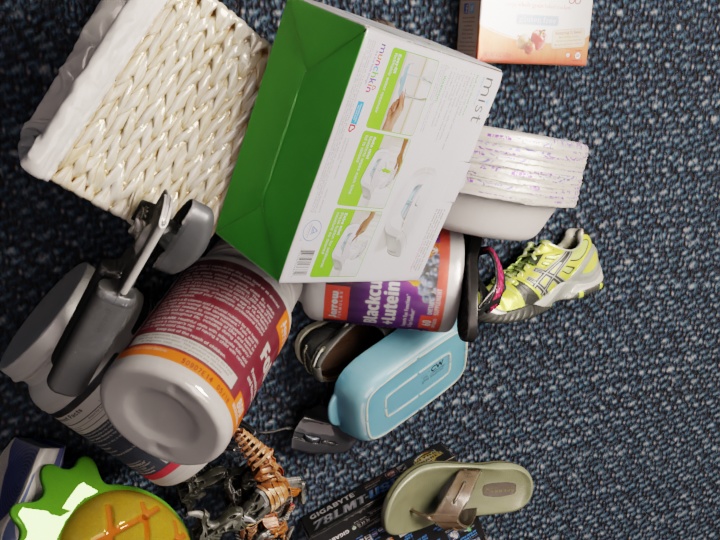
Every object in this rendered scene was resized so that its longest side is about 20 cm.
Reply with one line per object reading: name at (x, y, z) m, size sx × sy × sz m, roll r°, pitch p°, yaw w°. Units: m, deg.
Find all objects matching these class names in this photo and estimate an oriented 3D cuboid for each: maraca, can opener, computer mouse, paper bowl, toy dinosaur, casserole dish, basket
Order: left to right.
maraca at (-0.246, 0.271, 0.810) m, size 0.200 × 0.107 × 0.137 m, roll 44°, pitch 47°, yaw -16°
can opener at (-0.182, 0.023, 0.659) m, size 0.067 × 0.053 × 0.200 m, roll 22°, pitch 118°, yaw -25°
basket at (-0.175, -0.147, 0.721) m, size 0.160 × 0.198 × 0.201 m, roll 31°, pitch 93°, yaw -28°
toy dinosaur at (-0.125, 0.239, 0.898) m, size 0.135 × 0.102 × 0.201 m, roll -16°, pitch 112°, yaw -18°
computer mouse at (-0.079, 0.180, 0.906) m, size 0.199 × 0.034 × 0.059 m, roll 3°, pitch 120°, yaw -32°
casserole dish at (0.052, 0.115, 0.913) m, size 0.199 × 0.039 × 0.122 m, roll -32°, pitch 140°, yaw -26°
paper bowl at (0.118, -0.093, 0.830) m, size 0.199 × 0.201 × 0.105 m, roll 7°, pitch 102°, yaw -20°

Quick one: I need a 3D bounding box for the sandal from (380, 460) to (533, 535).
sandal at (0.118, 0.262, 0.959) m, size 0.200 × 0.057 × 0.080 m, roll -5°, pitch 105°, yaw -19°

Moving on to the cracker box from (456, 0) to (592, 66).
cracker box at (0.176, -0.318, 0.866) m, size 0.133 × 0.058 × 0.201 m, roll -3°, pitch 105°, yaw -18°

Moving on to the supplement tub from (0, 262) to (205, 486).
supplement tub at (-0.223, 0.101, 0.801) m, size 0.200 × 0.140 × 0.140 m, roll 42°, pitch 89°, yaw -24°

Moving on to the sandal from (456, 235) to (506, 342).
sandal at (0.129, 0.007, 0.866) m, size 0.045 × 0.200 × 0.076 m, roll 10°, pitch 117°, yaw 6°

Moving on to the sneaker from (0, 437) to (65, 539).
sneaker at (-0.325, 0.273, 0.855) m, size 0.115 × 0.080 × 0.201 m, roll 18°, pitch 84°, yaw -46°

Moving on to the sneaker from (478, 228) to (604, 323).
sneaker at (0.192, 0.008, 0.954) m, size 0.199 × 0.075 × 0.077 m, roll -20°, pitch 102°, yaw -31°

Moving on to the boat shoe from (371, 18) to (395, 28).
boat shoe at (-0.018, -0.159, 0.836) m, size 0.073 × 0.074 × 0.201 m, roll 15°, pitch 98°, yaw -22°

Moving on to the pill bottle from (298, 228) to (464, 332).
pill bottle at (0.000, 0.000, 0.850) m, size 0.199 × 0.111 × 0.112 m, roll 5°, pitch 104°, yaw -1°

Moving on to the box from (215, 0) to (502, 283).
box at (0.002, -0.097, 0.681) m, size 0.176 × 0.097 × 0.201 m, roll -2°, pitch 119°, yaw -48°

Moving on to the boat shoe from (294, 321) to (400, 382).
boat shoe at (0.028, 0.063, 0.918) m, size 0.199 × 0.068 × 0.072 m, roll -26°, pitch 111°, yaw -12°

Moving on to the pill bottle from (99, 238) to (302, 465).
pill bottle at (-0.128, 0.059, 0.727) m, size 0.113 × 0.200 × 0.115 m, roll 11°, pitch 129°, yaw 13°

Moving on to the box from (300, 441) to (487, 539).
box at (0.054, 0.341, 1.013) m, size 0.199 × 0.050 × 0.199 m, roll -27°, pitch 112°, yaw -11°
